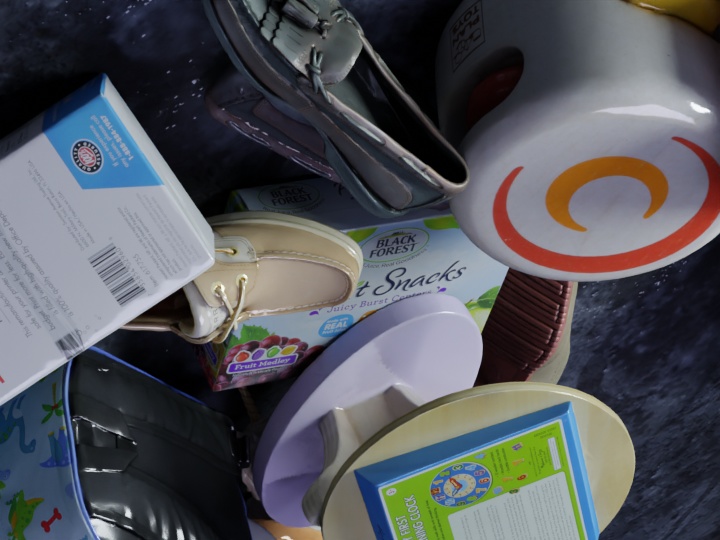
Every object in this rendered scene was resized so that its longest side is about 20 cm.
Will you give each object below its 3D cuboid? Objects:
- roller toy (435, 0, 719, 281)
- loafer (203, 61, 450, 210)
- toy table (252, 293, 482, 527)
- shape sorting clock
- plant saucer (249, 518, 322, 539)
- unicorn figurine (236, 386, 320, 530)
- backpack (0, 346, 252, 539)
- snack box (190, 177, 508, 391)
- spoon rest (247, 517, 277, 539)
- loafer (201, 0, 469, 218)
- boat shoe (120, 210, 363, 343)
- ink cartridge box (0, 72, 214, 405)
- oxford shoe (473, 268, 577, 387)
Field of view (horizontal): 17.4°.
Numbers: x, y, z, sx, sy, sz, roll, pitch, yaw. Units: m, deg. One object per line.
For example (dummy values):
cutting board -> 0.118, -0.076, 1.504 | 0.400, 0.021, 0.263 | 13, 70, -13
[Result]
roller toy -> 0.136, -0.098, 1.393 | 0.181, 0.140, 0.200 | -10, 144, 8
loafer -> -0.011, -0.084, 1.400 | 0.063, 0.072, 0.200 | -25, 146, 31
toy table -> 0.020, 0.127, 1.529 | 0.183, 0.117, 0.201 | 4, 130, -34
shape sorting clock -> 0.072, 0.137, 1.446 | 0.199, 0.039, 0.201 | -13, 137, -12
plant saucer -> -0.104, 0.234, 1.700 | 0.199, 0.038, 0.201 | -6, 152, -3
unicorn figurine -> -0.041, 0.150, 1.662 | 0.137, 0.074, 0.201 | -9, 141, -30
backpack -> -0.167, 0.157, 1.479 | 0.146, 0.184, 0.200 | -24, 146, 19
snack box -> 0.000, 0.000, 1.516 | 0.199, 0.053, 0.143 | -10, 140, -27
spoon rest -> -0.078, 0.242, 1.627 | 0.099, 0.061, 0.201 | -24, 118, 10
loafer -> -0.009, -0.110, 1.299 | 0.063, 0.072, 0.200 | -6, 136, 42
boat shoe -> -0.096, 0.011, 1.385 | 0.198, 0.069, 0.074 | 1, 135, -5
ink cartridge box -> -0.193, -0.004, 1.304 | 0.199, 0.068, 0.116 | -32, 105, 4
oxford shoe -> 0.117, 0.041, 1.666 | 0.075, 0.070, 0.201 | -36, 156, -41
